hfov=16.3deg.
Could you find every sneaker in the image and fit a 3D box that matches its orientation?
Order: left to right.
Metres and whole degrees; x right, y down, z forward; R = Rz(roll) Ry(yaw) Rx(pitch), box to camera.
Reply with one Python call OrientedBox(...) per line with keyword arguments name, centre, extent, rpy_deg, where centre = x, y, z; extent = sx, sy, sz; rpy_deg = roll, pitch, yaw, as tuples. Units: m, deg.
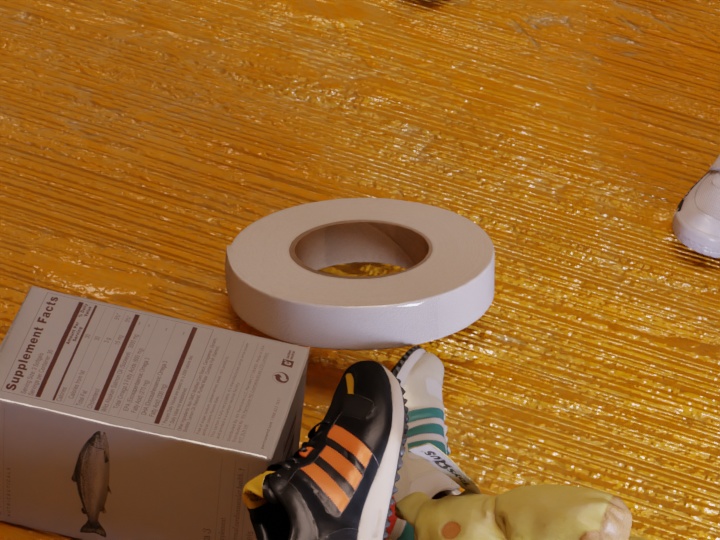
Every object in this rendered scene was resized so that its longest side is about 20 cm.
OrientedBox(name="sneaker", centre=(-0.028, 0.131, 1.575), extent=(0.089, 0.070, 0.201), rpy_deg=(20, 52, -15))
OrientedBox(name="sneaker", centre=(0.033, 0.134, 1.729), extent=(0.093, 0.070, 0.200), rpy_deg=(38, 32, -4))
OrientedBox(name="sneaker", centre=(0.318, -0.097, 2.007), extent=(0.075, 0.116, 0.200), rpy_deg=(28, 43, 25))

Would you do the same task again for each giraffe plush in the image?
OrientedBox(name="giraffe plush", centre=(0.088, 0.224, 1.554), extent=(0.199, 0.172, 0.163), rpy_deg=(29, 60, -19))

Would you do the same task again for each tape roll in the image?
OrientedBox(name="tape roll", centre=(0.000, 0.000, 1.858), extent=(0.201, 0.037, 0.203), rpy_deg=(0, 25, 0))

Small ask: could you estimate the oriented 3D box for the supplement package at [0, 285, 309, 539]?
OrientedBox(name="supplement package", centre=(-0.145, 0.108, 1.676), extent=(0.198, 0.118, 0.118), rpy_deg=(12, 41, 6))
